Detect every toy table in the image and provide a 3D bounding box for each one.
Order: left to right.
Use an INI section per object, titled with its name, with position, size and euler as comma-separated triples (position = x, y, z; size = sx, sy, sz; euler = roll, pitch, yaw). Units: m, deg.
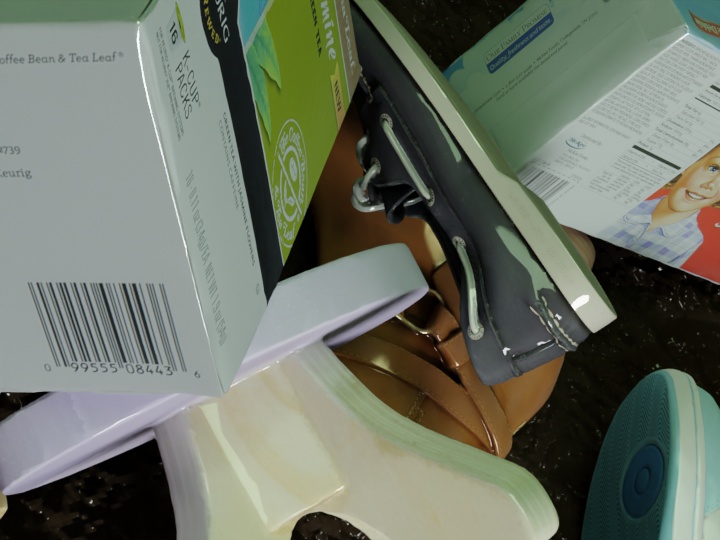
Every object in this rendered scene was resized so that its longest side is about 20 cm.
[toy table]
position = -0.029, 0.075, 0.687
size = 0.200, 0.184, 0.117
euler = -25, 84, -41

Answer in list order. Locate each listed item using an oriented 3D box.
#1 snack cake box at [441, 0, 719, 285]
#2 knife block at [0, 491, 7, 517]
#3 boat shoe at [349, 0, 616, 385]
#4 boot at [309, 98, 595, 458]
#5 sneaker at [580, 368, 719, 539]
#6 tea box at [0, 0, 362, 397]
[snack cake box]
position = 0.144, -0.067, 0.868
size = 0.200, 0.115, 0.067
euler = 18, 42, -46
[knife block]
position = -0.195, 0.021, 0.712
size = 0.199, 0.064, 0.176
euler = -1, 63, -29
[boat shoe]
position = 0.021, -0.042, 0.779
size = 0.200, 0.063, 0.073
euler = 55, 9, 22
[boot]
position = 0.000, 0.000, 0.827
size = 0.200, 0.074, 0.155
euler = 33, 56, -5
[sneaker]
position = 0.166, 0.147, 0.829
size = 0.130, 0.080, 0.201
euler = 12, 68, -20
[tea box]
position = -0.121, -0.070, 0.636
size = 0.199, 0.134, 0.197
euler = 1, 37, 15
